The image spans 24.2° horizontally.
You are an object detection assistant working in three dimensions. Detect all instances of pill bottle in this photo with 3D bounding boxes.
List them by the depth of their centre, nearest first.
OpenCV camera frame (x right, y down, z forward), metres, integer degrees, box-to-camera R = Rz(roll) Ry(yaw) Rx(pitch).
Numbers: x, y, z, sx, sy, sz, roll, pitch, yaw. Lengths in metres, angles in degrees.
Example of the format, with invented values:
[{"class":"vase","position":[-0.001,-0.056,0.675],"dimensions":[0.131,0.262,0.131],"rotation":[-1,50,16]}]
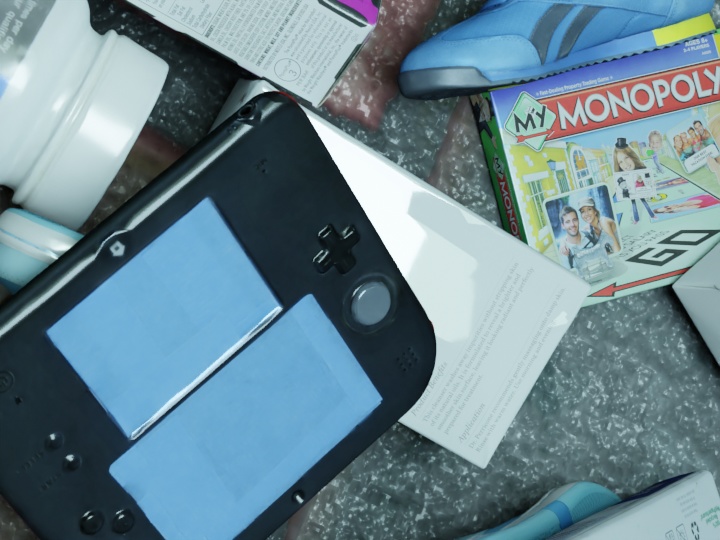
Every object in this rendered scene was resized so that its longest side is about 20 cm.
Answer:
[{"class":"pill bottle","position":[-0.197,-0.107,0.780],"dimensions":[0.199,0.114,0.114],"rotation":[30,75,-13]}]

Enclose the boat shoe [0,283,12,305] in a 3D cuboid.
[{"class":"boat shoe","position":[-0.210,0.037,0.782],"dimensions":[0.060,0.072,0.200],"rotation":[44,65,6]}]

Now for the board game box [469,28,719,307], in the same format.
[{"class":"board game box","position":[0.169,-0.060,0.949],"dimensions":[0.199,0.029,0.135],"rotation":[-14,89,-20]}]

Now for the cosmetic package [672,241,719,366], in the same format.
[{"class":"cosmetic package","position":[0.271,0.065,0.913],"dimensions":[0.085,0.107,0.201],"rotation":[-37,107,-19]}]

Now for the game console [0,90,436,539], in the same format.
[{"class":"game console","position":[-0.068,0.045,0.734],"dimensions":[0.200,0.031,0.177],"rotation":[-41,129,-13]}]

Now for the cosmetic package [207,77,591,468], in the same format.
[{"class":"cosmetic package","position":[0.000,0.000,0.842],"dimensions":[0.199,0.081,0.113],"rotation":[32,91,-12]}]

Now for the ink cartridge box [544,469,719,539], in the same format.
[{"class":"ink cartridge box","position":[0.153,0.208,0.796],"dimensions":[0.196,0.043,0.201],"rotation":[-5,77,-61]}]

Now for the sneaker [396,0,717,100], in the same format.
[{"class":"sneaker","position":[0.099,-0.140,0.879],"dimensions":[0.199,0.066,0.079],"rotation":[-18,99,-26]}]

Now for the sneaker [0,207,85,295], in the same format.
[{"class":"sneaker","position":[-0.120,0.067,0.770],"dimensions":[0.200,0.079,0.131],"rotation":[43,74,-45]}]

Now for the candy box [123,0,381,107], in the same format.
[{"class":"candy box","position":[-0.084,-0.180,0.822],"dimensions":[0.199,0.061,0.137],"rotation":[29,36,-14]}]

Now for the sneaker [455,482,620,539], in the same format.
[{"class":"sneaker","position":[0.056,0.162,0.854],"dimensions":[0.200,0.130,0.080],"rotation":[1,74,-56]}]
